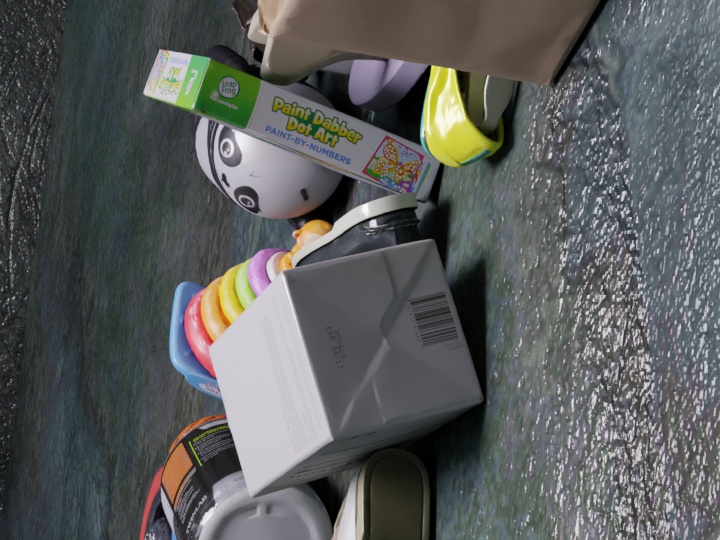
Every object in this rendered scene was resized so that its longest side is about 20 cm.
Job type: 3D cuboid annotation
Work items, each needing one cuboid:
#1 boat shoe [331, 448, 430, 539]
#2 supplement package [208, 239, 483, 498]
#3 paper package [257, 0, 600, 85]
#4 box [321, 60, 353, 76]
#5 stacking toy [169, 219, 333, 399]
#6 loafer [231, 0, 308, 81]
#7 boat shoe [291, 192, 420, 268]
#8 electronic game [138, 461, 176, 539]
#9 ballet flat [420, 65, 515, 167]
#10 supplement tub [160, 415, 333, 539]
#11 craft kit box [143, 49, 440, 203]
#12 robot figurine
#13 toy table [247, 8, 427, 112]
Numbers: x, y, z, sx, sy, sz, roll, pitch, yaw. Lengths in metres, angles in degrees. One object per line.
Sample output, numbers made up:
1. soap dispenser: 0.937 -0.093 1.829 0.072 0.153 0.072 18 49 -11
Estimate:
1. boat shoe: 0.010 0.231 1.358 0.068 0.074 0.202 132 151 -65
2. supplement package: -0.016 0.073 1.370 0.200 0.119 0.122 -41 64 64
3. paper package: 0.056 -0.221 1.183 0.191 0.198 0.104 120 153 -50
4. box: -0.003 -0.295 1.664 0.201 0.041 0.157 117 154 -43
5. stacking toy: -0.077 0.021 1.701 0.200 0.115 0.111 -46 32 40
6. loafer: -0.087 -0.230 1.842 0.200 0.072 0.072 -121 45 -63
7. boat shoe: 0.002 -0.001 1.477 0.199 0.074 0.067 -36 70 62
8. electronic game: -0.213 0.305 2.066 0.200 0.041 0.202 -173 90 -73
9. ballet flat: 0.081 -0.172 1.331 0.067 0.066 0.203 -5 80 50
10. supplement tub: -0.102 0.200 1.630 0.200 0.121 0.124 -134 54 -69
11. craft kit box: -0.057 -0.115 1.496 0.049 0.196 0.200 -71 19 3
12. robot figurine: -0.084 -0.114 1.700 0.126 0.149 0.200 -66 19 6
13. toy table: -0.004 -0.211 1.473 0.200 0.116 0.185 126 157 -49
